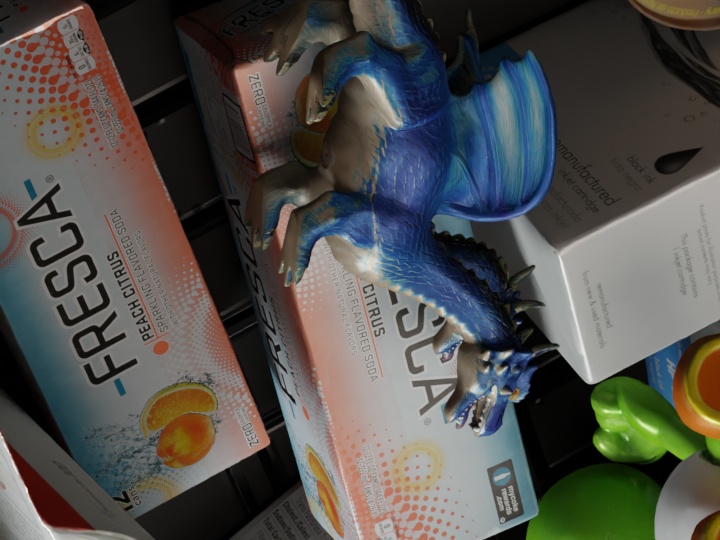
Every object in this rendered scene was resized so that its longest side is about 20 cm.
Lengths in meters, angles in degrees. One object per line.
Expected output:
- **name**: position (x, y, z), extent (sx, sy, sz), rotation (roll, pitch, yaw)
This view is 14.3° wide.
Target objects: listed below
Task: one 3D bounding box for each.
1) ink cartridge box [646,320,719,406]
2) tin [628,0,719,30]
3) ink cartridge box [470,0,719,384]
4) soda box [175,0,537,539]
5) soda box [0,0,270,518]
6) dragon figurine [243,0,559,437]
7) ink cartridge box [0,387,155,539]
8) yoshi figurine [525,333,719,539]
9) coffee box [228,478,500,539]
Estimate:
- **ink cartridge box**: position (0.204, 0.044, 1.044), extent (0.116, 0.200, 0.068), rotation (-27, 130, -18)
- **tin**: position (0.105, -0.158, 0.927), extent (0.112, 0.042, 0.200), rotation (-38, 139, 0)
- **ink cartridge box**: position (0.134, -0.057, 1.011), extent (0.199, 0.116, 0.068), rotation (-27, 131, -11)
- **soda box**: position (0.000, 0.000, 0.977), extent (0.068, 0.064, 0.201), rotation (-21, 117, -14)
- **soda box**: position (-0.097, -0.011, 0.951), extent (0.068, 0.064, 0.201), rotation (-27, 129, -9)
- **dragon figurine**: position (0.023, -0.047, 0.890), extent (0.099, 0.059, 0.201), rotation (-2, 110, -22)
- **ink cartridge box**: position (-0.112, 0.056, 0.920), extent (0.057, 0.162, 0.201), rotation (-30, 131, -21)
- **yoshi figurine**: position (0.106, 0.090, 0.977), extent (0.112, 0.112, 0.200), rotation (-42, 169, -14)
- **coffee box**: position (-0.024, 0.167, 1.100), extent (0.200, 0.080, 0.114), rotation (-39, 131, 1)
